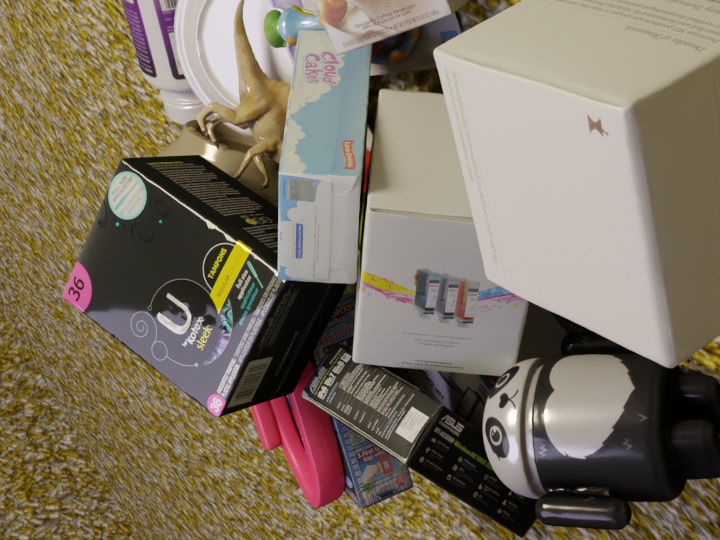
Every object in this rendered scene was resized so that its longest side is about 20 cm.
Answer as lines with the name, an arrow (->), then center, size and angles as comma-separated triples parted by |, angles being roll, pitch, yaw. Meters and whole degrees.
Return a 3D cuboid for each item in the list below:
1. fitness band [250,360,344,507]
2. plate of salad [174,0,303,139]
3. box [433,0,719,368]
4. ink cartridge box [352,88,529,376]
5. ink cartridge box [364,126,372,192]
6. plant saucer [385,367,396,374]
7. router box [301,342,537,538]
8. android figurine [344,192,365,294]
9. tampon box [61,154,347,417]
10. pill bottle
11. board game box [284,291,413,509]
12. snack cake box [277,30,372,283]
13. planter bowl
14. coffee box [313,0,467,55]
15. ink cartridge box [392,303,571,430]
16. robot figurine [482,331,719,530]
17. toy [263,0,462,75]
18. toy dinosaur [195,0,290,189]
fitness band -> -0.068, 0.137, 1.528 | 0.144, 0.037, 0.200 | 16, 126, 63
plate of salad -> -0.084, -0.221, 1.493 | 0.200, 0.048, 0.200 | 8, 115, 18
box -> 0.189, -0.080, 1.070 | 0.200, 0.171, 0.199 | 27, 140, 49
ink cartridge box -> 0.073, -0.031, 1.311 | 0.200, 0.144, 0.145 | 97, 179, -49
ink cartridge box -> -0.029, -0.106, 1.573 | 0.200, 0.057, 0.163 | 69, 158, 14
plant saucer -> 0.035, 0.124, 1.642 | 0.200, 0.032, 0.200 | 46, -171, -9
router box -> 0.063, 0.152, 1.401 | 0.150, 0.062, 0.200 | 27, 172, 46
android figurine -> 0.000, 0.000, 1.524 | 0.182, 0.041, 0.200 | -122, 19, -52
tampon box -> -0.137, 0.009, 1.404 | 0.200, 0.126, 0.150 | 34, 110, 21
pill bottle -> -0.189, -0.260, 1.661 | 0.111, 0.111, 0.200 | 34, 146, 43
board game box -> -0.034, 0.100, 1.539 | 0.200, 0.062, 0.200 | 37, 143, 57
snack cake box -> -0.029, -0.098, 1.301 | 0.200, 0.067, 0.115 | -86, -2, -48
planter bowl -> -0.135, -0.072, 1.578 | 0.200, 0.200, 0.135 | 34, 114, 43
coffee box -> 0.000, -0.290, 1.252 | 0.114, 0.080, 0.200 | -16, 107, 29
ink cartridge box -> 0.118, 0.086, 1.500 | 0.146, 0.084, 0.200 | 51, 155, 18
robot figurine -> 0.200, 0.129, 1.287 | 0.200, 0.150, 0.125 | -3, 106, 25
toy -> -0.009, -0.218, 1.374 | 0.200, 0.047, 0.115 | 2, 122, 42
toy dinosaur -> -0.100, -0.150, 1.472 | 0.200, 0.101, 0.058 | 64, -178, -11
